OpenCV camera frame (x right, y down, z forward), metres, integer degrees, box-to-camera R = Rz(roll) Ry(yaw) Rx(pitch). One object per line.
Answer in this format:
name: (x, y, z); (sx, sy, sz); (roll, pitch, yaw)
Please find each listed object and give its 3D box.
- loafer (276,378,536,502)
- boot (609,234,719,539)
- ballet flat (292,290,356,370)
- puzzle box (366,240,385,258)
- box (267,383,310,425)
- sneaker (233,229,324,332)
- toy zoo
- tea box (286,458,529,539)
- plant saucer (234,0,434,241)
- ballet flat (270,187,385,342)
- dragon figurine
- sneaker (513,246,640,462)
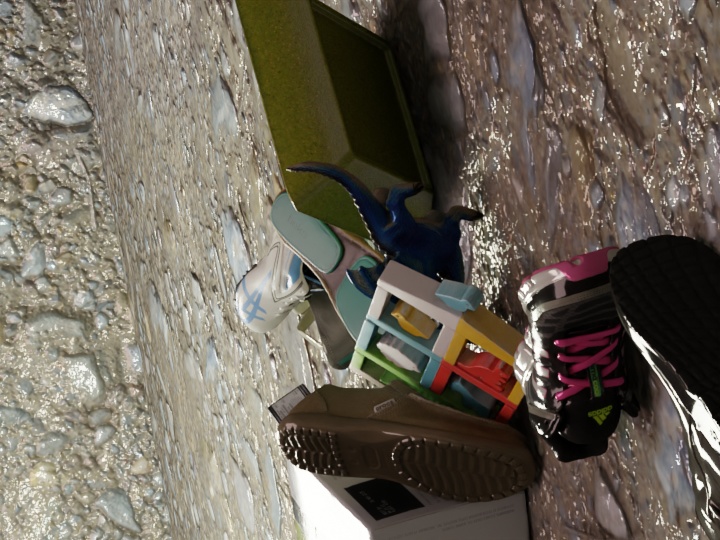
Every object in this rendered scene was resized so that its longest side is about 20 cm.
loafer: (0.037, 0.119, 1.556); (0.076, 0.198, 0.068); (84, -160, -47)
boot: (0.186, 0.084, 1.126); (0.201, 0.067, 0.131); (-114, 13, -48)
ballet flat: (-0.043, 0.026, 1.981); (0.067, 0.064, 0.200); (42, -171, -35)
puzzle box: (-0.003, -0.046, 1.873); (0.133, 0.025, 0.202); (104, 152, -60)
box: (-0.008, 0.208, 1.928); (0.161, 0.044, 0.200); (59, 175, -23)
sneaker: (-0.061, 0.007, 1.903); (0.073, 0.072, 0.200); (49, 145, 14)
toy zoo: (0.063, 0.060, 1.519); (0.131, 0.021, 0.200); (31, 155, 6)
tea box: (0.040, 0.243, 1.662); (0.200, 0.132, 0.199); (-143, 44, -63)
plant saucer: (-0.010, -0.126, 1.629); (0.199, 0.048, 0.202); (21, -130, -59)
ballet flat: (0.000, 0.000, 1.749); (0.069, 0.063, 0.200); (-52, 59, 25)
dragon figurine: (0.030, -0.009, 1.529); (0.059, 0.199, 0.100); (-4, 67, 53)
sneaker: (0.138, 0.057, 1.280); (0.200, 0.073, 0.088); (95, 160, -62)
